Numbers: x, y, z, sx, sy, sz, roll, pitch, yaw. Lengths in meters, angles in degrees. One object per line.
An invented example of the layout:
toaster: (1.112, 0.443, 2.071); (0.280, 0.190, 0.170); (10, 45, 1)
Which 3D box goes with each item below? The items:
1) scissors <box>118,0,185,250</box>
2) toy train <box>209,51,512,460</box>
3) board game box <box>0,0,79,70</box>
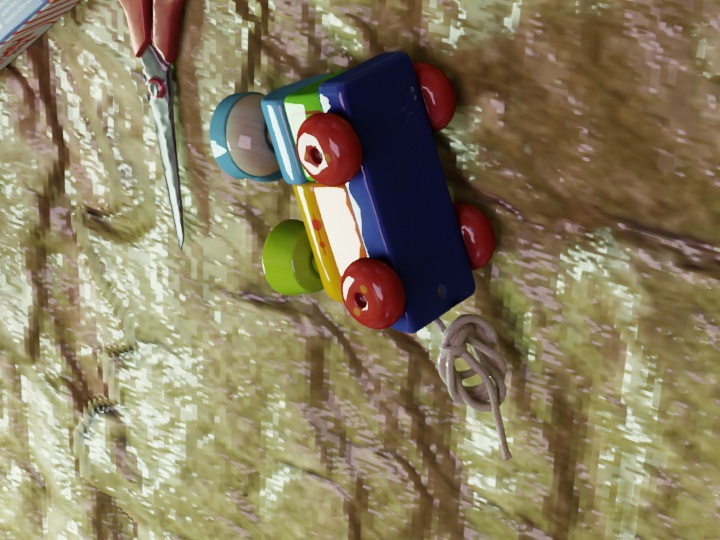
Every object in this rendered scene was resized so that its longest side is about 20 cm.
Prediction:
scissors: (-0.109, -0.108, 1.006); (0.073, 0.014, 0.201); (22, 125, 21)
toy train: (0.000, 0.000, 0.945); (0.115, 0.085, 0.201); (0, 113, 46)
board game box: (-0.243, -0.195, 1.030); (0.151, 0.046, 0.200); (-30, 94, 41)
